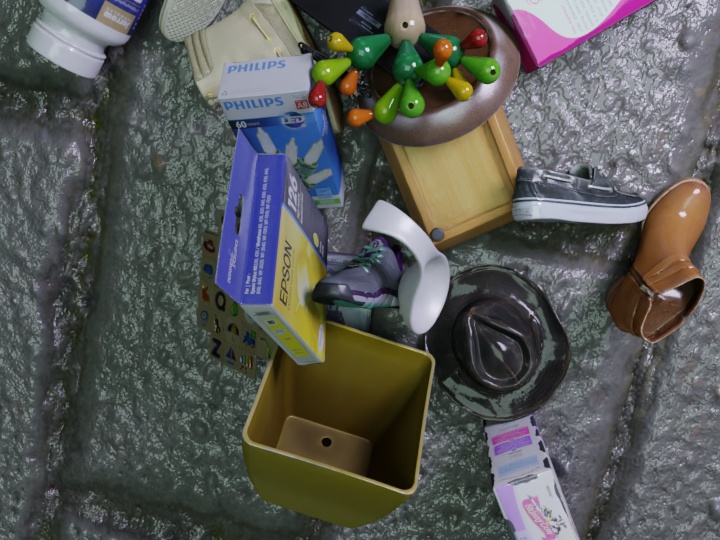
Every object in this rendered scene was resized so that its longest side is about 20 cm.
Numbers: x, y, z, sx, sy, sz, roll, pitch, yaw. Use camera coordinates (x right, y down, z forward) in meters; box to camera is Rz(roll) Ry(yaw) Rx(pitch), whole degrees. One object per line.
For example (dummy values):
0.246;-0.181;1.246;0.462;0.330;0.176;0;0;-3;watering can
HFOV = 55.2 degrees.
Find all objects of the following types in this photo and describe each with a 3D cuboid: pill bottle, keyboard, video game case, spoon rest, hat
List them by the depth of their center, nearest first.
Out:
-0.006;-0.267;0.790;0.199;0.021;0.127;40;78;17;keyboard
0.066;0.001;0.810;0.060;0.201;0.100;16;64;35;spoon rest
-0.322;-0.347;0.842;0.119;0.120;0.201;32;103;0;pill bottle
0.164;0.094;0.865;0.197;0.081;0.204;-1;88;16;hat
-0.056;0.074;0.939;0.140;0.019;0.203;6;102;6;video game case

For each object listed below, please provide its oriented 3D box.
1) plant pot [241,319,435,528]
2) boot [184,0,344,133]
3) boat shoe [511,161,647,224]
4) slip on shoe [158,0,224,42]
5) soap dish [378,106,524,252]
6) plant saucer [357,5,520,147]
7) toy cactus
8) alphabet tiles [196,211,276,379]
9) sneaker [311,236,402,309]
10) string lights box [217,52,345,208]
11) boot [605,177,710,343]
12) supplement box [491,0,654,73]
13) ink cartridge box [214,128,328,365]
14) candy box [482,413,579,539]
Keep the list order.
-0.036;0.204;0.862;0.197;0.201;0.178;18;134;-1;plant pot
-0.120;-0.236;0.862;0.154;0.073;0.202;-26;94;10;boot
0.264;-0.091;0.808;0.197;0.072;0.072;-1;95;-30;boat shoe
-0.199;-0.382;0.855;0.061;0.074;0.202;40;112;34;slip on shoe
0.116;-0.136;0.847;0.155;0.081;0.202;-22;96;10;soap dish
0.084;-0.235;0.797;0.197;0.032;0.203;-10;61;19;plant saucer
0.043;-0.235;0.724;0.197;0.103;0.167;-7;60;11;toy cactus
-0.161;0.031;0.902;0.165;0.006;0.203;17;105;40;alphabet tiles
0.000;0.000;0.829;0.073;0.200;0.089;4;88;22;sneaker
-0.086;-0.155;0.814;0.101;0.201;0.060;-3;58;10;string lights box
0.366;-0.010;0.801;0.073;0.155;0.202;26;102;2;boot
0.262;-0.323;0.785;0.198;0.103;0.102;-28;97;10;supplement box
-0.088;-0.024;0.779;0.046;0.201;0.200;-7;58;14;ink cartridge box
0.216;0.284;0.850;0.071;0.200;0.170;-20;97;10;candy box
